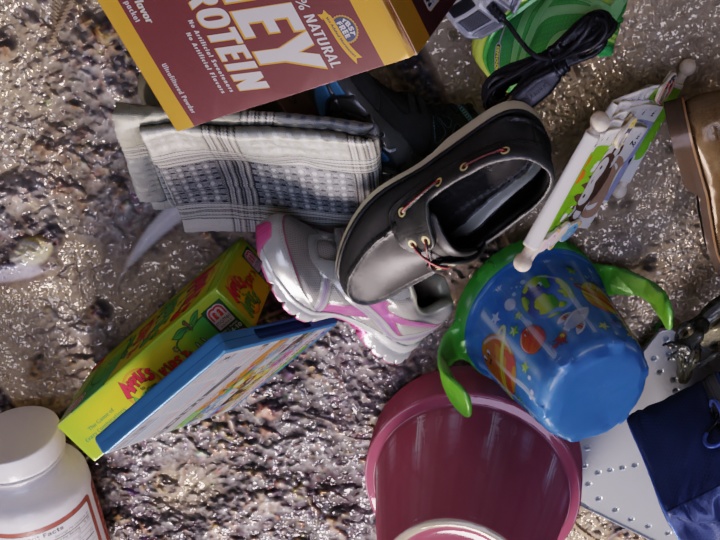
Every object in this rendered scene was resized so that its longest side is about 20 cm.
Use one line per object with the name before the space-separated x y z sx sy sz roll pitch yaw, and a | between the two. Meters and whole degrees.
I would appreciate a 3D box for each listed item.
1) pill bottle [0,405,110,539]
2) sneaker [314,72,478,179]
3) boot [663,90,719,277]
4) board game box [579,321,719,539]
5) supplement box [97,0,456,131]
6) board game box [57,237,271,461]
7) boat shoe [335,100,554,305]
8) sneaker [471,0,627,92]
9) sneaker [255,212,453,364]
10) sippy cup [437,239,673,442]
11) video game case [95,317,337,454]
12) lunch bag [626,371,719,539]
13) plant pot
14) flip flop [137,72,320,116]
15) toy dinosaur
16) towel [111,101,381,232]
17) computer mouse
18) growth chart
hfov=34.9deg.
pill bottle | -0.298 0.234 1.073 0.110 0.113 0.203 -5 118 5
sneaker | 0.045 -0.105 0.885 0.199 0.073 0.083 39 76 -33
boot | 0.296 -0.058 0.889 0.074 0.074 0.201 -15 135 19
board game box | 0.300 0.163 1.060 0.198 0.026 0.201 27 116 -12
supplement box | -0.035 -0.217 0.727 0.195 0.201 0.134 -11 122 36
board game box | -0.164 0.067 0.979 0.199 0.102 0.048 -39 104 21
boat shoe | 0.055 -0.036 0.820 0.073 0.064 0.201 33 123 -30
sneaker | 0.170 -0.200 0.825 0.200 0.074 0.084 -43 73 30
sneaker | 0.000 0.000 0.927 0.088 0.082 0.199 -35 137 29
sippy cup | 0.161 0.062 0.928 0.139 0.131 0.178 32 104 -35
video game case | -0.113 0.088 0.948 0.143 0.199 0.018 -40 78 20
lunch bag | 0.322 0.173 0.961 0.131 0.137 0.200 -28 129 14
plant pot | 0.091 0.212 0.992 0.196 0.180 0.203 5 116 10
flip flop | -0.076 -0.125 0.892 0.197 0.058 0.082 10 120 -11
toy dinosaur | 0.292 0.038 0.905 0.047 0.088 0.200 45 137 7
towel | -0.082 -0.070 0.877 0.196 0.035 0.193 5 163 1
computer mouse | 0.088 -0.209 0.815 0.110 0.044 0.201 -42 75 36
growth chart | 0.181 -0.078 0.855 0.018 0.199 0.146 34 125 19
